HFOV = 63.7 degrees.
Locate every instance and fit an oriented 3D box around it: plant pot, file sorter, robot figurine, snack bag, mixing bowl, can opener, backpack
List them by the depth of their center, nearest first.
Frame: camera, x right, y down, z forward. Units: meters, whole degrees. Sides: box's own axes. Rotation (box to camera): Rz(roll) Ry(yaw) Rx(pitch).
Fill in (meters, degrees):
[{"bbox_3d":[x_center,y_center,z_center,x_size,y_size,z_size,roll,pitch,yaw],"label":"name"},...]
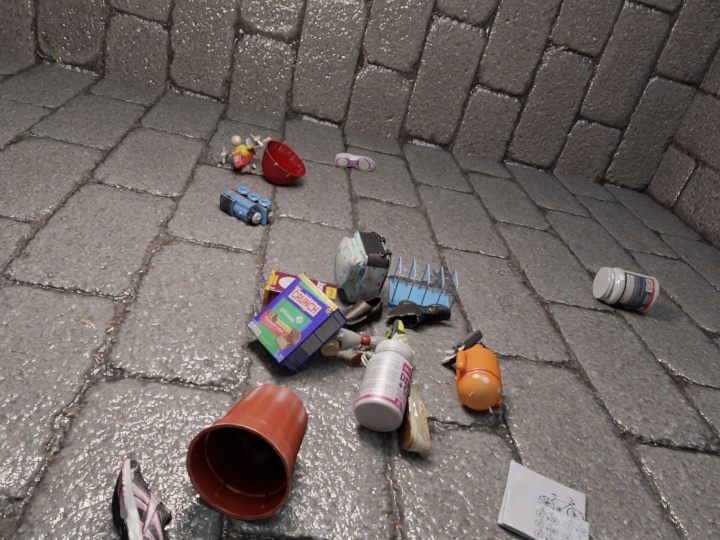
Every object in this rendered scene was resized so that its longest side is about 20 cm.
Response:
[{"bbox_3d":[-0.198,0.331,1.118,0.200,0.201,0.195,19,21,6],"label":"plant pot"},{"bbox_3d":[0.400,0.511,1.245,0.188,0.021,0.200,22,29,13],"label":"snack bag"},{"bbox_3d":[0.309,0.281,1.506,0.116,0.144,0.200,-2,29,10],"label":"robot figurine"},{"bbox_3d":[0.296,0.231,1.671,0.200,0.053,0.067,-31,87,-51],"label":"can opener"},{"bbox_3d":[0.000,0.000,1.770,0.153,0.201,0.176,-1,36,-17],"label":"backpack"},{"bbox_3d":[0.202,0.052,1.849,0.199,0.123,0.139,14,29,-3],"label":"file sorter"},{"bbox_3d":[-0.338,-0.433,2.422,0.200,0.108,0.200,33,32,-23],"label":"mixing bowl"}]

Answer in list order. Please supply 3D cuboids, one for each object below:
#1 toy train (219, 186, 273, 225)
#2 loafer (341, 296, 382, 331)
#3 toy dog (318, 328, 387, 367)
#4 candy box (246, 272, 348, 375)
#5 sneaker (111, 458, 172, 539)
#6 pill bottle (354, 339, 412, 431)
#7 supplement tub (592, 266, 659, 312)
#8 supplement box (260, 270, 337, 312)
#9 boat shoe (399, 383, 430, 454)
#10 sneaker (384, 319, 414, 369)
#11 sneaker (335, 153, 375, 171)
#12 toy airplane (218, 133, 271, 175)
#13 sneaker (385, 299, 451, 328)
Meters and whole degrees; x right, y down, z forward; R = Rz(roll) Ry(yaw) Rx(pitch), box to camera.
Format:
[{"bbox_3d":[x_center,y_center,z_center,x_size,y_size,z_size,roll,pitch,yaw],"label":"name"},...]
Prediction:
[{"bbox_3d":[-0.412,-0.230,2.095,0.200,0.087,0.114,31,41,22],"label":"toy train"},{"bbox_3d":[-0.007,0.118,1.684,0.073,0.072,0.200,32,33,28],"label":"loafer"},{"bbox_3d":[-0.033,0.200,1.524,0.200,0.096,0.132,28,44,-4],"label":"toy dog"},{"bbox_3d":[-0.161,0.132,1.470,0.200,0.077,0.169,-43,51,-10],"label":"candy box"},{"bbox_3d":[-0.372,0.420,0.998,0.086,0.080,0.200,9,35,-35],"label":"sneaker"},{"bbox_3d":[0.061,0.267,1.371,0.113,0.114,0.200,17,43,3],"label":"pill bottle"},{"bbox_3d":[1.000,0.069,2.183,0.199,0.141,0.140,14,29,-2],"label":"supplement tub"},{"bbox_3d":[-0.173,0.081,1.656,0.199,0.086,0.110,13,29,-5],"label":"supplement box"},{"bbox_3d":[0.128,0.346,1.360,0.065,0.072,0.200,23,27,-12],"label":"boat shoe"},{"bbox_3d":[0.104,0.216,1.583,0.076,0.076,0.200,22,36,-10],"label":"sneaker"},{"bbox_3d":[-0.026,-0.539,2.823,0.199,0.075,0.100,9,31,-12],"label":"sneaker"},{"bbox_3d":[-0.493,-0.514,2.449,0.200,0.141,0.199,-45,36,-18],"label":"toy airplane"},{"bbox_3d":[0.177,0.141,1.752,0.199,0.060,0.104,10,28,1],"label":"sneaker"}]
